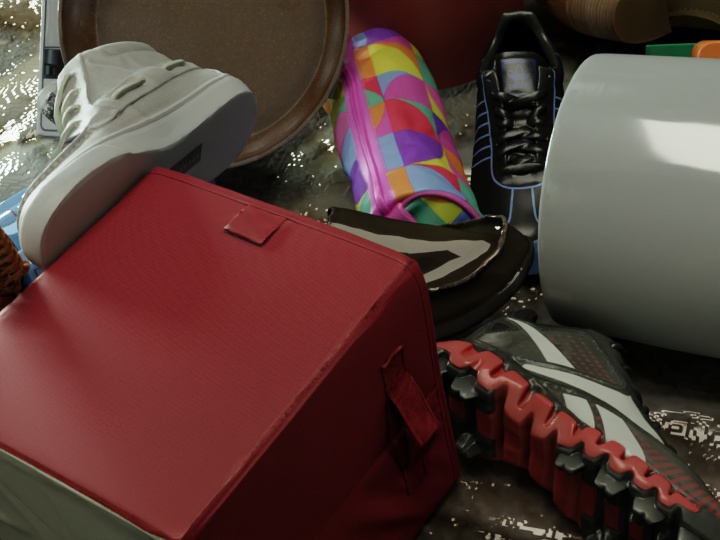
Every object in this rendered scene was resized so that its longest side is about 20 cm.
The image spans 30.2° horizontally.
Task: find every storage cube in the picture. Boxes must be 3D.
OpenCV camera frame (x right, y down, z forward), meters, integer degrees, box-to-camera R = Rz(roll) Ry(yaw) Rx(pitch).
[{"bbox_3d":[-0.075,0.085,0.669,0.199,0.172,0.180,21,53,31],"label":"storage cube"}]

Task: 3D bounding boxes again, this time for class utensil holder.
[{"bbox_3d":[0.214,-0.030,0.725,0.198,0.171,0.171,9,47,25],"label":"utensil holder"}]

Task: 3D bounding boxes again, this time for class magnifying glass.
[{"bbox_3d":[0.224,-0.137,0.856,0.079,0.023,0.200,0,8,11],"label":"magnifying glass"}]

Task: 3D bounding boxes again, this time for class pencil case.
[{"bbox_3d":[0.021,-0.078,0.875,0.088,0.089,0.201,-15,43,-2],"label":"pencil case"}]

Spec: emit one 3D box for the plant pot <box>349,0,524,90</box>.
[{"bbox_3d":[0.040,-0.241,0.963,0.198,0.178,0.201,-4,42,4],"label":"plant pot"}]

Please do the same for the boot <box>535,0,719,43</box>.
[{"bbox_3d":[0.225,-0.221,0.987,0.198,0.074,0.155,-9,26,-20],"label":"boot"}]

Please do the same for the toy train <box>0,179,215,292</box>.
[{"bbox_3d":[-0.176,-0.015,0.834,0.199,0.115,0.087,-33,47,-21],"label":"toy train"}]

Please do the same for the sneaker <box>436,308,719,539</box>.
[{"bbox_3d":[0.124,0.084,0.695,0.098,0.071,0.200,-33,51,-30],"label":"sneaker"}]

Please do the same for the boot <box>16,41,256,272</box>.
[{"bbox_3d":[-0.147,-0.069,0.744,0.095,0.074,0.200,25,34,17],"label":"boot"}]

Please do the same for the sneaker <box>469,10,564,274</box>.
[{"bbox_3d":[0.102,-0.088,0.871,0.069,0.078,0.201,-5,44,8],"label":"sneaker"}]

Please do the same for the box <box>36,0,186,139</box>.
[{"bbox_3d":[-0.166,-0.192,0.962,0.116,0.202,0.060,5,4,17],"label":"box"}]

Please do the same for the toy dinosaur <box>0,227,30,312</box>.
[{"bbox_3d":[-0.222,0.019,0.690,0.135,0.201,0.102,-4,47,-32],"label":"toy dinosaur"}]

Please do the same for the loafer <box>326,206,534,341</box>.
[{"bbox_3d":[0.000,0.000,0.764,0.198,0.072,0.073,-12,32,18],"label":"loafer"}]

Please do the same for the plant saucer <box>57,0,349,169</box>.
[{"bbox_3d":[-0.104,-0.168,0.899,0.198,0.202,0.034,-7,3,6],"label":"plant saucer"}]
